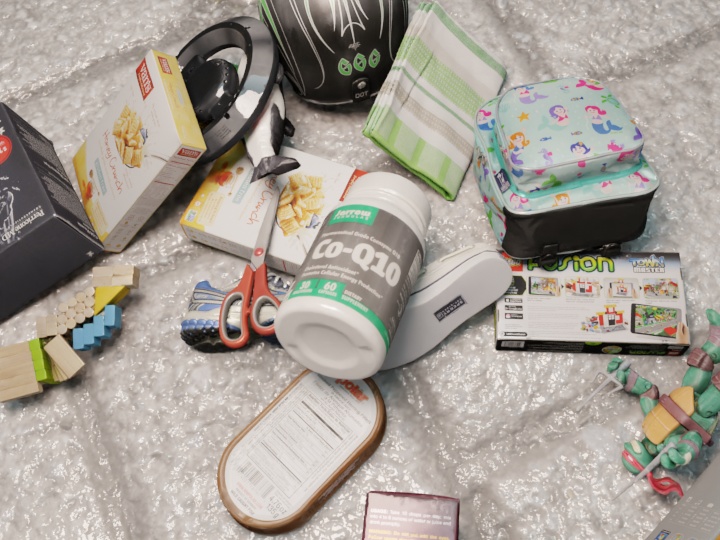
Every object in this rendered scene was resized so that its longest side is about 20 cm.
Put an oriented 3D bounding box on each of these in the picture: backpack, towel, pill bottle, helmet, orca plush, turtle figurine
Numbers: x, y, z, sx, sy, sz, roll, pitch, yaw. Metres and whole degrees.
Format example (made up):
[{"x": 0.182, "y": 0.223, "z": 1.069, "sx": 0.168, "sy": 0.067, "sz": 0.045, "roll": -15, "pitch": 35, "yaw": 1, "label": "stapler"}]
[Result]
[{"x": 0.213, "y": -0.125, "z": 0.896, "sx": 0.177, "sy": 0.151, "sz": 0.200, "roll": -11, "pitch": 44, "yaw": -2, "label": "backpack"}, {"x": 0.096, "y": -0.204, "z": 0.968, "sx": 0.149, "sy": 0.031, "sz": 0.200, "roll": 32, "pitch": 68, "yaw": -24, "label": "towel"}, {"x": 0.000, "y": 0.000, "z": 0.817, "sx": 0.113, "sy": 0.113, "sz": 0.200, "roll": 14, "pitch": 50, "yaw": 12, "label": "pill bottle"}, {"x": -0.034, "y": -0.320, "z": 0.986, "sx": 0.200, "sy": 0.191, "sz": 0.200, "roll": -8, "pitch": 38, "yaw": 6, "label": "helmet"}, {"x": -0.095, "y": -0.178, "z": 0.948, "sx": 0.105, "sy": 0.071, "sz": 0.200, "roll": -49, "pitch": 43, "yaw": 24, "label": "orca plush"}, {"x": 0.303, "y": 0.134, "z": 0.792, "sx": 0.200, "sy": 0.101, "sz": 0.150, "roll": -48, "pitch": 31, "yaw": 7, "label": "turtle figurine"}]

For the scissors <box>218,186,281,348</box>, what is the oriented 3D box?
[{"x": -0.118, "y": -0.008, "z": 0.879, "sx": 0.073, "sy": 0.014, "sz": 0.200, "roll": -13, "pitch": 57, "yaw": 11, "label": "scissors"}]

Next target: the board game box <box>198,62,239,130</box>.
[{"x": -0.208, "y": -0.184, "z": 1.019, "sx": 0.200, "sy": 0.023, "sz": 0.105, "roll": -46, "pitch": 45, "yaw": -15, "label": "board game box"}]

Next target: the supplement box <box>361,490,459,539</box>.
[{"x": 0.040, "y": 0.309, "z": 0.724, "sx": 0.085, "sy": 0.110, "sz": 0.200, "roll": 3, "pitch": 64, "yaw": 6, "label": "supplement box"}]

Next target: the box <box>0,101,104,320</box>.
[{"x": -0.431, "y": -0.054, "z": 0.930, "sx": 0.200, "sy": 0.104, "sz": 0.182, "roll": -35, "pitch": 66, "yaw": 0, "label": "box"}]

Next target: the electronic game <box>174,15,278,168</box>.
[{"x": -0.175, "y": -0.211, "z": 0.956, "sx": 0.200, "sy": 0.042, "sz": 0.200, "roll": -18, "pitch": 58, "yaw": 31, "label": "electronic game"}]

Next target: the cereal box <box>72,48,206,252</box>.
[{"x": -0.262, "y": -0.136, "z": 0.943, "sx": 0.200, "sy": 0.039, "sz": 0.144, "roll": -42, "pitch": 57, "yaw": 32, "label": "cereal box"}]

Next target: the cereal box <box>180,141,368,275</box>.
[{"x": -0.089, "y": -0.074, "z": 0.953, "sx": 0.200, "sy": 0.040, "sz": 0.144, "roll": 18, "pitch": 63, "yaw": 14, "label": "cereal box"}]

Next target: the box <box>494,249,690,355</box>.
[{"x": 0.247, "y": 0.033, "z": 0.883, "sx": 0.200, "sy": 0.035, "sz": 0.110, "roll": 2, "pitch": 64, "yaw": 6, "label": "box"}]

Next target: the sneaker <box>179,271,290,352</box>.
[{"x": -0.098, "y": 0.033, "z": 0.894, "sx": 0.200, "sy": 0.077, "sz": 0.085, "roll": -3, "pitch": 59, "yaw": 3, "label": "sneaker"}]

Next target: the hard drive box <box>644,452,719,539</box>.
[{"x": 0.376, "y": 0.236, "z": 0.719, "sx": 0.200, "sy": 0.077, "sz": 0.156, "roll": -43, "pitch": 93, "yaw": -15, "label": "hard drive box"}]

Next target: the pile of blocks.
[{"x": -0.315, "y": 0.074, "z": 0.904, "sx": 0.200, "sy": 0.062, "sz": 0.082, "roll": -40, "pitch": 79, "yaw": -6, "label": "pile of blocks"}]

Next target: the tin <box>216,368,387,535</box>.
[{"x": -0.059, "y": 0.181, "z": 0.838, "sx": 0.112, "sy": 0.042, "sz": 0.200, "roll": 41, "pitch": 74, "yaw": 17, "label": "tin"}]

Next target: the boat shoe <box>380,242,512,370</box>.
[{"x": 0.067, "y": 0.034, "z": 0.882, "sx": 0.200, "sy": 0.072, "sz": 0.066, "roll": -36, "pitch": 28, "yaw": 6, "label": "boat shoe"}]
